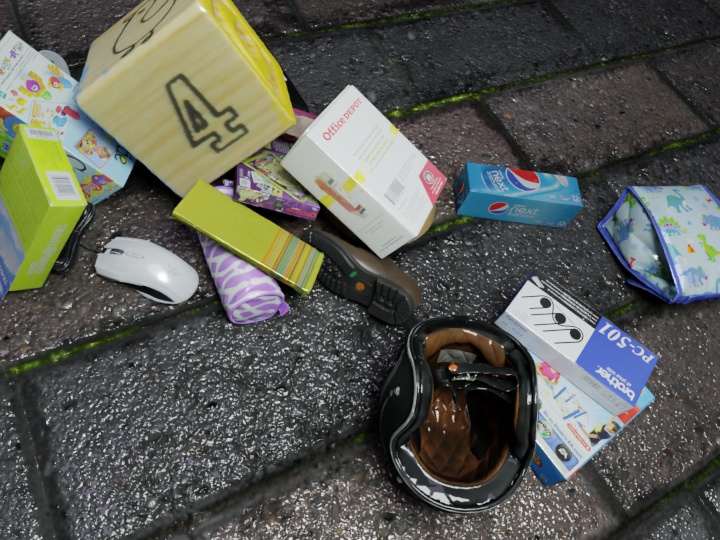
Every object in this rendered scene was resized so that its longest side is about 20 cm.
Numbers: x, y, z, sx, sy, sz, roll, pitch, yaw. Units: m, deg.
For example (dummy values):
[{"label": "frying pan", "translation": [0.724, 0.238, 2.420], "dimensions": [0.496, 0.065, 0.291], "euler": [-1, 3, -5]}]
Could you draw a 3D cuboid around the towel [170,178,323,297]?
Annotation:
[{"label": "towel", "translation": [-0.143, -0.044, 0.725], "dimensions": [0.200, 0.018, 0.086], "euler": [32, 39, -11]}]

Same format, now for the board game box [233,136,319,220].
[{"label": "board game box", "translation": [-0.130, -0.153, 0.822], "dimensions": [0.120, 0.032, 0.200], "euler": [10, 36, -19]}]

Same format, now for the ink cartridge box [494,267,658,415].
[{"label": "ink cartridge box", "translation": [0.294, 0.095, 0.748], "dimensions": [0.200, 0.044, 0.094], "euler": [38, 61, 10]}]

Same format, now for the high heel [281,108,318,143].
[{"label": "high heel", "translation": [-0.046, -0.214, 0.885], "dimensions": [0.200, 0.067, 0.096], "euler": [23, 12, -14]}]

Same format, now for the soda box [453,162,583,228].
[{"label": "soda box", "translation": [0.265, -0.126, 0.925], "dimensions": [0.200, 0.068, 0.064], "euler": [6, 59, -9]}]

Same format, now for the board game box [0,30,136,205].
[{"label": "board game box", "translation": [-0.411, -0.190, 0.728], "dimensions": [0.200, 0.103, 0.105], "euler": [39, 48, -37]}]

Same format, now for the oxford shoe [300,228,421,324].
[{"label": "oxford shoe", "translation": [0.000, 0.000, 0.801], "dimensions": [0.200, 0.073, 0.084], "euler": [35, 35, 12]}]

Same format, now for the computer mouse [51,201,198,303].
[{"label": "computer mouse", "translation": [-0.316, -0.019, 0.743], "dimensions": [0.200, 0.044, 0.110], "euler": [20, 57, 0]}]

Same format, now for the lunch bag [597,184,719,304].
[{"label": "lunch bag", "translation": [0.525, -0.036, 0.898], "dimensions": [0.170, 0.128, 0.200], "euler": [-5, 52, -16]}]

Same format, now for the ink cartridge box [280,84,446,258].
[{"label": "ink cartridge box", "translation": [0.009, -0.141, 0.777], "dimensions": [0.200, 0.083, 0.145], "euler": [43, 49, -12]}]

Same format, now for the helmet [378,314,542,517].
[{"label": "helmet", "translation": [0.111, 0.172, 0.643], "dimensions": [0.200, 0.191, 0.200], "euler": [5, 26, -3]}]

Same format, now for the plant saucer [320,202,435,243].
[{"label": "plant saucer", "translation": [0.032, -0.132, 0.895], "dimensions": [0.200, 0.035, 0.200], "euler": [5, 59, -9]}]

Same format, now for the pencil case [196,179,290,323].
[{"label": "pencil case", "translation": [-0.172, -0.024, 0.762], "dimensions": [0.085, 0.084, 0.200], "euler": [6, 53, -49]}]

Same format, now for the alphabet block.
[{"label": "alphabet block", "translation": [-0.232, -0.258, 0.751], "dimensions": [0.200, 0.196, 0.195], "euler": [-31, 45, 12]}]

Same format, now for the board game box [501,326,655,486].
[{"label": "board game box", "translation": [0.270, 0.156, 0.766], "dimensions": [0.196, 0.056, 0.200], "euler": [-27, 69, -26]}]

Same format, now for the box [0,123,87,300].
[{"label": "box", "translation": [-0.414, -0.066, 0.679], "dimensions": [0.048, 0.200, 0.122], "euler": [-8, 62, -52]}]

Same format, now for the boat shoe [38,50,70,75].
[{"label": "boat shoe", "translation": [-0.460, -0.225, 0.823], "dimensions": [0.074, 0.067, 0.200], "euler": [2, 74, -51]}]

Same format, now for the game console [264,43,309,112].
[{"label": "game console", "translation": [-0.219, -0.319, 0.960], "dimensions": [0.176, 0.116, 0.200], "euler": [-5, 57, -50]}]
